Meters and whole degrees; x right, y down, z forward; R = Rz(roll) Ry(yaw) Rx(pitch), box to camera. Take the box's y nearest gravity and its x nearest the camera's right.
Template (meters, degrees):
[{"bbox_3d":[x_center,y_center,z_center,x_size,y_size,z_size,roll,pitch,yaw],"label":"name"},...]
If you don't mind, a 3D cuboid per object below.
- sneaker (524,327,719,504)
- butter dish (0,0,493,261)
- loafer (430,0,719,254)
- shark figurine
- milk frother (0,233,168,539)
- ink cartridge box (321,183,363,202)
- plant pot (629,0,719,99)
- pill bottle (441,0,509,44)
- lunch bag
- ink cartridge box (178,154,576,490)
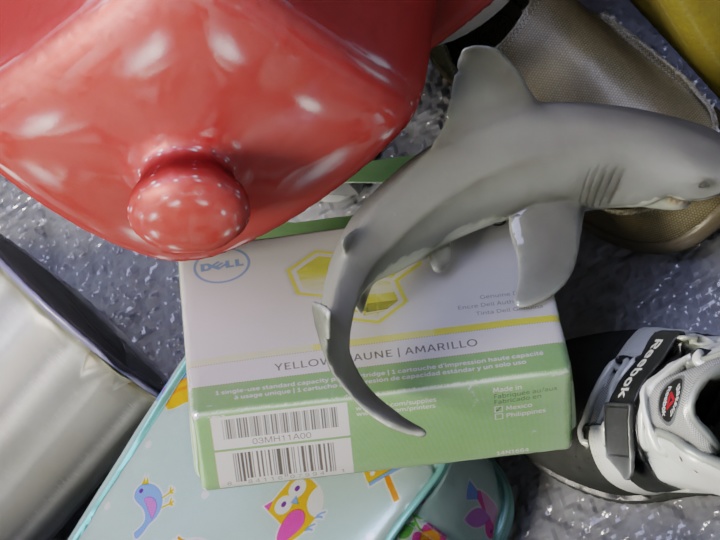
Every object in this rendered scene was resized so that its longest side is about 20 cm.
[{"bbox_3d":[0.127,0.051,1.128,0.199,0.088,0.074,8,73,38],"label":"sneaker"},{"bbox_3d":[-0.065,-0.071,1.104,0.200,0.199,0.148,-32,43,29],"label":"butter dish"},{"bbox_3d":[0.080,-0.076,1.236,0.076,0.067,0.200,-52,50,0],"label":"loafer"},{"bbox_3d":[0.036,-0.035,1.124,0.214,0.090,0.128,-30,45,-30],"label":"shark figurine"},{"bbox_3d":[-0.220,0.055,1.285,0.188,0.200,0.180,-49,46,1],"label":"milk frother"},{"bbox_3d":[-0.095,-0.112,1.288,0.145,0.200,0.084,3,65,35],"label":"ink cartridge box"},{"bbox_3d":[0.136,-0.225,1.207,0.200,0.176,0.200,-44,50,8],"label":"plant pot"},{"bbox_3d":[-0.009,-0.183,1.181,0.113,0.200,0.114,-15,51,20],"label":"pill bottle"},{"bbox_3d":[-0.041,0.118,1.211,0.160,0.077,0.200,31,85,42],"label":"lunch bag"},{"bbox_3d":[0.000,0.000,1.190,0.145,0.048,0.200,-7,40,-1],"label":"ink cartridge box"}]
